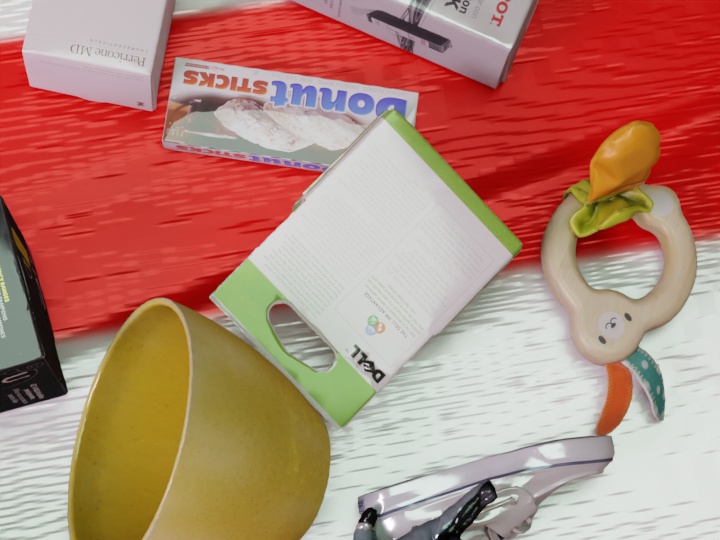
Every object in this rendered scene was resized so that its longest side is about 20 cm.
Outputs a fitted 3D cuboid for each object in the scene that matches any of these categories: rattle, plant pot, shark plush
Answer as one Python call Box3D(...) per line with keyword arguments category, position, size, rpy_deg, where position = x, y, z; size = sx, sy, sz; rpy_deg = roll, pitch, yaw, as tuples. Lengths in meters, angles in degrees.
Box3D(category="rattle", position=(0.211, 0.012, 1.248), size=(0.129, 0.143, 0.202), rpy_deg=(15, 68, -19))
Box3D(category="plant pot", position=(-0.106, 0.136, 1.182), size=(0.141, 0.199, 0.202), rpy_deg=(18, 73, -28))
Box3D(category="shark plush", position=(0.007, 0.209, 1.184), size=(0.200, 0.090, 0.084), rpy_deg=(-43, 52, 24))

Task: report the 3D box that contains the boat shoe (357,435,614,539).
Box3D(category="boat shoe", position=(0.099, 0.174, 1.237), size=(0.198, 0.074, 0.066), rpy_deg=(-16, 82, 3))

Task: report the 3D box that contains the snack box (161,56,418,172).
Box3D(category="snack box", position=(-0.056, -0.120, 1.318), size=(0.198, 0.024, 0.073), rpy_deg=(8, 77, -2))

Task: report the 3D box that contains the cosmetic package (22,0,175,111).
Box3D(category="cosmetic package", position=(-0.196, -0.241, 1.309), size=(0.106, 0.085, 0.202), rpy_deg=(9, 74, -4))

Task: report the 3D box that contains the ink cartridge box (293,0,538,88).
Box3D(category="ink cartridge box", position=(0.054, -0.259, 1.330), size=(0.198, 0.084, 0.145), rpy_deg=(23, 75, 2))

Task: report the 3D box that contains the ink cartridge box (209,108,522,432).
Box3D(category="ink cartridge box", position=(0.000, 0.000, 1.254), size=(0.200, 0.076, 0.148), rpy_deg=(-45, 94, -8))

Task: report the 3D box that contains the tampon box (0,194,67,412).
Box3D(category="tampon box", position=(-0.330, 0.046, 1.193), size=(0.198, 0.150, 0.127), rpy_deg=(-16, 78, -8))
